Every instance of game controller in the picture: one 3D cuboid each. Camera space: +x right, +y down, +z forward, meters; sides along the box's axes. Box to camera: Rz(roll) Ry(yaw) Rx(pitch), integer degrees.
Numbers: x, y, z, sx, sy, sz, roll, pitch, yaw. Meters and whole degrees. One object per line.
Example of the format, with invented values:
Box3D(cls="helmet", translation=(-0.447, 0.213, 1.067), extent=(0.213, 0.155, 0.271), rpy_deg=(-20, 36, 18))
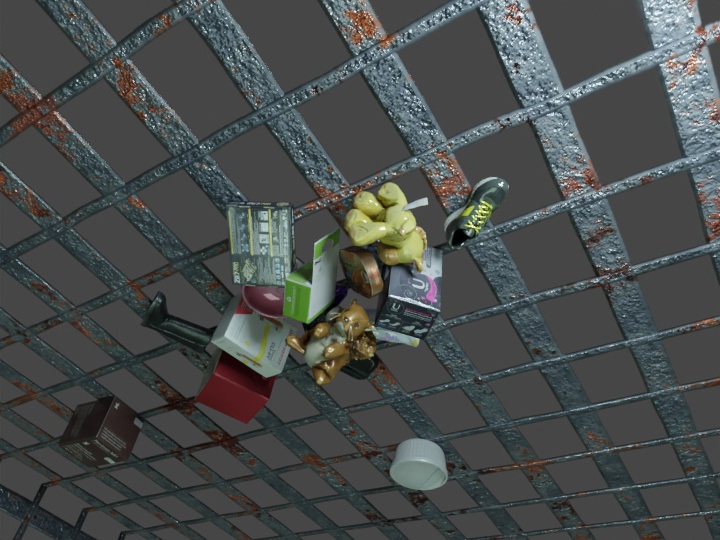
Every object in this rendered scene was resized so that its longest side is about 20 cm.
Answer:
Box3D(cls="game controller", translation=(-0.044, 0.254, 1.820), extent=(0.198, 0.042, 0.105), rpy_deg=(30, 117, -19))

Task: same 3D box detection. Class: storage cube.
Box3D(cls="storage cube", translation=(-0.359, 0.313, 1.836), extent=(0.178, 0.173, 0.200), rpy_deg=(28, 133, -15))

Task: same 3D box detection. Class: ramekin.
Box3D(cls="ramekin", translation=(0.201, 0.659, 2.119), extent=(0.198, 0.095, 0.205), rpy_deg=(6, 134, 6))

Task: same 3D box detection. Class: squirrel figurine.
Box3D(cls="squirrel figurine", translation=(-0.043, 0.158, 1.480), extent=(0.187, 0.142, 0.199), rpy_deg=(-48, 153, 15))

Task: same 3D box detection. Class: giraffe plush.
Box3D(cls="giraffe plush", translation=(0.078, -0.081, 1.379), extent=(0.196, 0.175, 0.163), rpy_deg=(-1, 141, 27))

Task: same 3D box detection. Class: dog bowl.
Box3D(cls="dog bowl", translation=(-0.223, 0.044, 1.618), extent=(0.196, 0.075, 0.203), rpy_deg=(6, 135, 6))

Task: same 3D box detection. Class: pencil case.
Box3D(cls="pencil case", translation=(0.068, 0.149, 1.650), extent=(0.196, 0.091, 0.085), rpy_deg=(9, 109, 4))

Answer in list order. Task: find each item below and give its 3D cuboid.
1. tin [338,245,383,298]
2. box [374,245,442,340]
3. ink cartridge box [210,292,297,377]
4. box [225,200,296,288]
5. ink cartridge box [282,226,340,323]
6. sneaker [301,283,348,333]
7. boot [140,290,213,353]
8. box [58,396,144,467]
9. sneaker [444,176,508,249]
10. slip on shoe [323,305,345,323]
Box3D(cls="tin", translation=(0.000, 0.000, 1.468), extent=(0.041, 0.200, 0.114), rpy_deg=(-25, 106, -15))
Box3D(cls="box", translation=(0.117, 0.038, 1.458), extent=(0.130, 0.202, 0.116), rpy_deg=(16, 136, -6))
Box3D(cls="ink cartridge box", translation=(-0.287, 0.177, 1.700), extent=(0.199, 0.147, 0.083), rpy_deg=(38, 142, -26))
Box3D(cls="box", translation=(-0.236, -0.061, 1.486), extent=(0.158, 0.049, 0.204), rpy_deg=(2, 111, 7))
Box3D(cls="ink cartridge box", translation=(-0.114, 0.001, 1.482), extent=(0.074, 0.148, 0.204), rpy_deg=(14, 114, 19))
Box3D(cls="sneaker", translation=(-0.090, 0.112, 1.629), extent=(0.069, 0.101, 0.200), rpy_deg=(11, 144, -34))
Box3D(cls="boot", translation=(-0.516, 0.152, 1.781), extent=(0.198, 0.066, 0.165), rpy_deg=(30, 140, -14))
Box3D(cls="box", translation=(-0.916, 0.573, 2.194), extent=(0.197, 0.166, 0.167), rpy_deg=(-15, 130, 24))
Box3D(cls="sneaker", translation=(0.258, -0.118, 1.363), extent=(0.073, 0.086, 0.201), rpy_deg=(25, 133, -15))
Box3D(cls="slip on shoe", translation=(-0.054, 0.174, 1.609), extent=(0.060, 0.075, 0.202), rpy_deg=(41, 145, 31))
